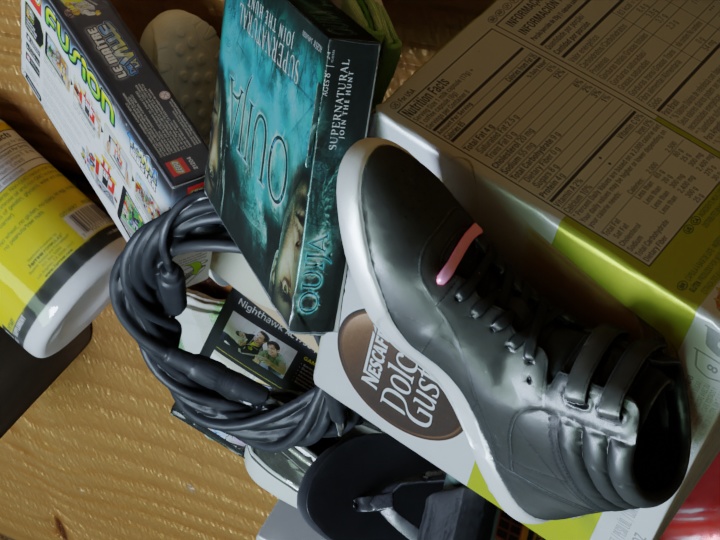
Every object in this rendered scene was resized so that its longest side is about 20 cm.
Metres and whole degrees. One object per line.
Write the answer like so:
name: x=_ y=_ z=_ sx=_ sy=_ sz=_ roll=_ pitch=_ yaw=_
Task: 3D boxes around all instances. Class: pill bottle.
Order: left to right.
pill bottle: x=-0.271 y=-0.041 z=1.245 sx=0.200 sy=0.114 sz=0.114 roll=42 pitch=143 yaw=5

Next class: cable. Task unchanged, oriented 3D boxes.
cable: x=-0.070 y=0.028 z=0.997 sx=0.162 sy=0.051 sz=0.201 roll=0 pitch=135 yaw=30

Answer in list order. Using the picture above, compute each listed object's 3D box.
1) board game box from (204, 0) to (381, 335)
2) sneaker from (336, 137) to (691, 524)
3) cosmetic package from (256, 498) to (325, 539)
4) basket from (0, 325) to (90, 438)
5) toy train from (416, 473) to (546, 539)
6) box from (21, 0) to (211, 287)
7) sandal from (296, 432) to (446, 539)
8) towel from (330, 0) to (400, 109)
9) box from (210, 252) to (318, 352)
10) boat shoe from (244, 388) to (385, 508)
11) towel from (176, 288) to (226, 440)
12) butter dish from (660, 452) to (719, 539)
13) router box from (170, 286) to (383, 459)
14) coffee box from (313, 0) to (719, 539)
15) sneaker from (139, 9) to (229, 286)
board game box: x=-0.039 y=-0.069 z=0.818 sx=0.200 sy=0.028 sz=0.136 roll=-128 pitch=43 yaw=-64
sneaker: x=0.071 y=0.023 z=0.693 sx=0.099 sy=0.071 sz=0.201 roll=-8 pitch=123 yaw=44
cosmetic package: x=-0.020 y=0.239 z=1.273 sx=0.107 sy=0.085 sz=0.201 roll=24 pitch=143 yaw=13
basket: x=-0.320 y=0.077 z=1.328 sx=0.180 sy=0.200 sz=0.137 roll=-3 pitch=122 yaw=43
toy train: x=0.097 y=0.115 z=0.930 sx=0.114 sy=0.201 sz=0.085 roll=29 pitch=153 yaw=-27
box: x=-0.151 y=-0.094 z=1.037 sx=0.200 sy=0.035 sz=0.110 roll=55 pitch=153 yaw=25
sandal: x=0.060 y=0.148 z=1.025 sx=0.199 sy=0.077 sz=0.043 roll=17 pitch=166 yaw=-15
towel: x=-0.022 y=-0.108 z=0.889 sx=0.200 sy=0.030 sz=0.150 roll=-111 pitch=28 yaw=-50
box: x=0.000 y=0.000 z=1.045 sx=0.200 sy=0.095 sz=0.078 roll=38 pitch=143 yaw=12
boat shoe: x=0.018 y=0.138 z=1.072 sx=0.199 sy=0.071 sz=0.064 roll=23 pitch=134 yaw=8
towel: x=-0.051 y=0.087 z=1.232 sx=0.199 sy=0.031 sz=0.150 roll=12 pitch=134 yaw=33
butter dish: x=0.200 y=0.180 z=0.977 sx=0.199 sy=0.148 sz=0.201 roll=-10 pitch=117 yaw=46
router box: x=-0.014 y=0.091 z=1.135 sx=0.199 sy=0.051 sz=0.149 roll=31 pitch=134 yaw=1
coffee box: x=0.118 y=-0.011 z=0.834 sx=0.197 sy=0.200 sz=0.200 roll=33 pitch=141 yaw=16
sneaker: x=-0.121 y=-0.081 z=1.105 sx=0.080 sy=0.076 sz=0.201 roll=28 pitch=138 yaw=38
